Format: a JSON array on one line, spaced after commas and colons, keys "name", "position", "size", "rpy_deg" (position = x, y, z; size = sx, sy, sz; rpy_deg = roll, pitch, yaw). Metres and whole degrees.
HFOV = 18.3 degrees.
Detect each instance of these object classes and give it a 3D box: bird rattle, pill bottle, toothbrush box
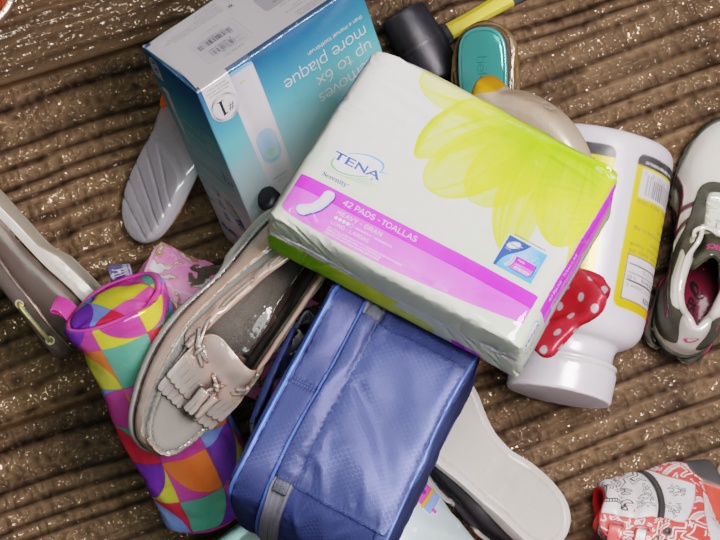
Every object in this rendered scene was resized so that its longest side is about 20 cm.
[{"name": "bird rattle", "position": [0.105, -0.044, 1.595], "size": [0.112, 0.164, 0.200], "rpy_deg": [-13, 46, -42]}, {"name": "pill bottle", "position": [0.169, -0.002, 1.708], "size": [0.110, 0.111, 0.202], "rpy_deg": [13, 79, -5]}, {"name": "toothbrush box", "position": [-0.052, -0.113, 1.651], "size": [0.146, 0.201, 0.085], "rpy_deg": [-34, 45, -15]}]

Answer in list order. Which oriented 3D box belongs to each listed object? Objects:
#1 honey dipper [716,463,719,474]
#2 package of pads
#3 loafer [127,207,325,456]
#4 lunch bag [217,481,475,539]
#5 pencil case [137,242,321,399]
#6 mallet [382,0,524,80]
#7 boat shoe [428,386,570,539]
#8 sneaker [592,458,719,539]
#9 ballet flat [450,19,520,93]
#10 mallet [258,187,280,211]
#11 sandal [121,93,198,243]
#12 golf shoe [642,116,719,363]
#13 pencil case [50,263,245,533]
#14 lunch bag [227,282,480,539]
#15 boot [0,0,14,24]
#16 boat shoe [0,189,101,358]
[{"name": "honey dipper", "position": [0.313, 0.073, 1.756], "size": [0.038, 0.038, 0.201], "rpy_deg": [19, 82, -4]}, {"name": "package of pads", "position": [0.057, -0.044, 1.507], "size": [0.199, 0.068, 0.155], "rpy_deg": [27, 68, 13]}, {"name": "loafer", "position": [-0.088, 0.044, 1.549], "size": [0.072, 0.063, 0.201], "rpy_deg": [40, 79, -34]}, {"name": "lunch bag", "position": [-0.021, 0.233, 1.642], "size": [0.200, 0.122, 0.171], "rpy_deg": [-39, 88, -17]}, {"name": "pencil case", "position": [-0.085, 0.052, 1.683], "size": [0.199, 0.083, 0.087], "rpy_deg": [23, 51, -3]}, {"name": "mallet", "position": [0.106, -0.221, 1.777], "size": [0.200, 0.041, 0.066], "rpy_deg": [-38, 91, -16]}, {"name": "boat shoe", "position": [0.074, 0.136, 1.682], "size": [0.200, 0.060, 0.074], "rpy_deg": [45, 58, -13]}, {"name": "sneaker", "position": [0.237, 0.219, 1.656], "size": [0.107, 0.202, 0.068], "rpy_deg": [-7, 125, -10]}, {"name": "ballet flat", "position": [0.097, -0.091, 1.729], "size": [0.067, 0.072, 0.202], "rpy_deg": [1, 90, 15]}, {"name": "mallet", "position": [0.000, 0.000, 1.649], "size": [0.041, 0.200, 0.066], "rpy_deg": [-42, 46, 17]}, {"name": "sandal", "position": [-0.117, -0.114, 1.715], "size": [0.079, 0.059, 0.208], "rpy_deg": [35, 101, 41]}, {"name": "golf shoe", "position": [0.278, -0.028, 1.740], "size": [0.077, 0.088, 0.202], "rpy_deg": [15, 78, -3]}, {"name": "pencil case", "position": [-0.144, 0.094, 1.618], "size": [0.088, 0.088, 0.201], "rpy_deg": [-30, 115, -11]}, {"name": "lunch bag", "position": [-0.008, 0.102, 1.548], "size": [0.132, 0.136, 0.201], "rpy_deg": [25, 73, 6]}, {"name": "boot", "position": [-0.349, -0.180, 1.673], "size": [0.200, 0.107, 0.075], "rpy_deg": [-39, 89, -10]}, {"name": "boat shoe", "position": [-0.272, -0.020, 1.676], "size": [0.200, 0.072, 0.060], "rpy_deg": [43, 93, 7]}]
